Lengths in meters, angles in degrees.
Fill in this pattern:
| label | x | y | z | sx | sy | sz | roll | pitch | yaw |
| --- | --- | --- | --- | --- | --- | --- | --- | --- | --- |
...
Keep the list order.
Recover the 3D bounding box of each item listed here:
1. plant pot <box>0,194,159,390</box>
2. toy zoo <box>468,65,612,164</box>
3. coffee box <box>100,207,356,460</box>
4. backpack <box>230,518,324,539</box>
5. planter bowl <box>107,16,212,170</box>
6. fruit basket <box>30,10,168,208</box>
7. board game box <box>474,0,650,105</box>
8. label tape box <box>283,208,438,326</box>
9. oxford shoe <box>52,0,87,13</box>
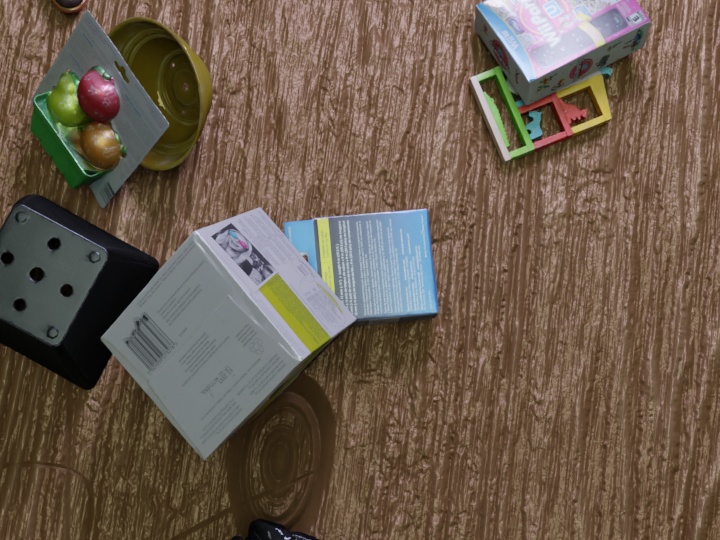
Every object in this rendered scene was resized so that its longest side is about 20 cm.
| label | x | y | z | sx | sy | sz | roll | pitch | yaw |
| --- | --- | --- | --- | --- | --- | --- | --- | --- | --- |
| plant pot | -0.397 | 0.018 | 1.516 | 0.198 | 0.177 | 0.201 | 28 | 82 | 0 |
| toy zoo | 0.268 | -0.248 | 1.672 | 0.198 | 0.020 | 0.133 | -21 | 83 | -6 |
| coffee box | -0.160 | 0.072 | 1.480 | 0.200 | 0.198 | 0.200 | 48 | 112 | 4 |
| backpack | -0.098 | 0.435 | 1.501 | 0.165 | 0.127 | 0.202 | 17 | 82 | 11 |
| planter bowl | -0.259 | -0.242 | 1.587 | 0.083 | 0.200 | 0.202 | -24 | 81 | -51 |
| fruit basket | -0.343 | -0.209 | 1.552 | 0.200 | 0.094 | 0.186 | -41 | 83 | 36 |
| board game box | 0.280 | -0.342 | 1.649 | 0.198 | 0.064 | 0.148 | -28 | 69 | -8 |
| label tape box | 0.000 | 0.000 | 1.600 | 0.197 | 0.066 | 0.145 | -5 | 82 | -1 |
| oxford shoe | -0.422 | -0.458 | 1.633 | 0.070 | 0.073 | 0.203 | -13 | 83 | -6 |
